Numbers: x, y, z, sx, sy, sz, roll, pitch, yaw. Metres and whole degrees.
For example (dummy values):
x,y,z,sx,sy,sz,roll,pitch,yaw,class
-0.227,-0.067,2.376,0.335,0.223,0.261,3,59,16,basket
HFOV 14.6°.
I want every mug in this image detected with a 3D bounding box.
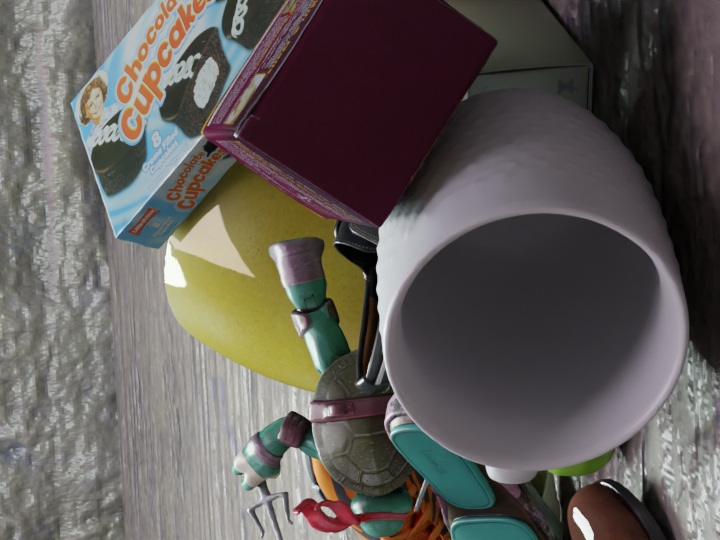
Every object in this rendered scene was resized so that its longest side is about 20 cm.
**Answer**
x,y,z,sx,sy,sz,roll,pitch,yaw,class
0.079,0.012,1.405,0.176,0.147,0.201,-94,5,-60,mug

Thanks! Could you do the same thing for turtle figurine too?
x,y,z,sx,sy,sz,roll,pitch,yaw,class
0.004,0.079,1.617,0.101,0.149,0.201,167,98,-75,turtle figurine

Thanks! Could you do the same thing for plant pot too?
x,y,z,sx,sy,sz,roll,pitch,yaw,class
0.000,0.000,1.737,0.142,0.199,0.201,39,139,35,plant pot

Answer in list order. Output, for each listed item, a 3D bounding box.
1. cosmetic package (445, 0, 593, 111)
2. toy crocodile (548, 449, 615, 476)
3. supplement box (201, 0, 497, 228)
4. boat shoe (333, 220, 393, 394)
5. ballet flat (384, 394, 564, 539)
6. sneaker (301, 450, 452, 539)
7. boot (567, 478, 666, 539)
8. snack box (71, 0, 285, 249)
x,y,z,sx,sy,sz,roll,pitch,yaw,class
0.068,-0.105,1.588,0.200,0.073,0.104,-117,25,-62,cosmetic package
0.097,0.032,1.555,0.200,0.061,0.068,-102,13,-51,toy crocodile
-0.010,-0.090,1.408,0.111,0.085,0.200,-57,8,-2,supplement box
0.018,-0.030,1.520,0.072,0.067,0.201,112,153,-72,boat shoe
0.074,0.119,1.593,0.200,0.069,0.071,58,-138,-39,ballet flat
0.043,0.165,1.708,0.200,0.077,0.112,50,-179,-35,sneaker
0.064,0.198,1.410,0.069,0.199,0.189,109,154,-62,boot
-0.094,-0.121,1.681,0.200,0.037,0.117,-47,46,29,snack box
